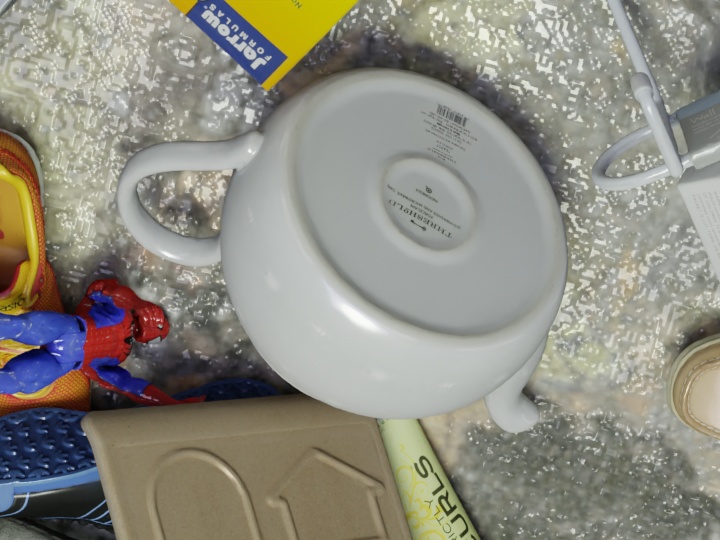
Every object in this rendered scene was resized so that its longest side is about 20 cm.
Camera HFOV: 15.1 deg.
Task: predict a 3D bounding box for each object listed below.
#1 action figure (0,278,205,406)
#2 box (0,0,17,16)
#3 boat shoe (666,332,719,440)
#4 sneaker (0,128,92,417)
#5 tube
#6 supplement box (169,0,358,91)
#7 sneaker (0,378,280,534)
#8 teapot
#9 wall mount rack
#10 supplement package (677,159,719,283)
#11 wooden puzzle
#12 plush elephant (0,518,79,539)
[{"bbox_3d":[-0.141,0.046,1.418,0.098,0.200,0.066,14,103,25],"label":"action figure"},{"bbox_3d":[-0.228,-0.226,1.360,0.200,0.184,0.105,39,105,-7],"label":"box"},{"bbox_3d":[0.264,0.076,1.452,0.198,0.069,0.074,6,106,-1],"label":"boat shoe"},{"bbox_3d":[-0.194,0.025,1.479,0.072,0.077,0.201,-10,112,6],"label":"sneaker"},{"bbox_3d":[0.037,0.156,1.515,0.052,0.058,0.201,-26,100,29],"label":"tube"},{"bbox_3d":[-0.011,-0.205,1.353,0.109,0.110,0.200,42,130,-7],"label":"supplement box"},{"bbox_3d":[-0.134,0.117,1.483,0.199,0.070,0.078,-8,122,-14],"label":"sneaker"},{"bbox_3d":[0.000,0.000,1.427,0.201,0.197,0.146,62,142,15],"label":"teapot"},{"bbox_3d":[0.194,-0.122,1.373,0.199,0.174,0.075,-23,114,9],"label":"wall mount rack"},{"bbox_3d":[0.283,-0.041,1.360,0.199,0.121,0.120,-9,120,35],"label":"supplement package"},{"bbox_3d":[-0.048,0.161,1.410,0.046,0.184,0.201,-41,62,43],"label":"wooden puzzle"},{"bbox_3d":[-0.261,0.194,1.491,0.199,0.164,0.156,23,94,29],"label":"plush elephant"}]
